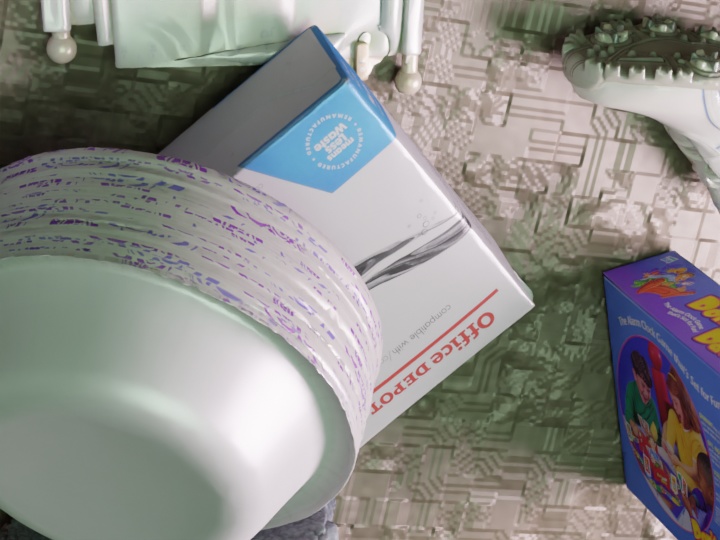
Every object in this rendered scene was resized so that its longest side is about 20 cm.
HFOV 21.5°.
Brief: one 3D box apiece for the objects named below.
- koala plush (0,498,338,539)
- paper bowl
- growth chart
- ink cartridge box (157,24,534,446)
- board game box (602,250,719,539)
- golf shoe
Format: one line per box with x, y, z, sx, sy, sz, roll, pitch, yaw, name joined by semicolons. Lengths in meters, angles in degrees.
-0.063;0.213;0.928;0.176;0.184;0.201;-22;129;-10;koala plush
-0.096;0.050;0.814;0.199;0.105;0.201;10;141;8;paper bowl
-0.054;-0.153;0.854;0.198;0.018;0.146;1;111;-21;growth chart
0.000;0.000;0.899;0.116;0.068;0.200;-39;122;6;ink cartridge box
0.189;0.091;0.941;0.044;0.200;0.135;-17;117;-13;board game box
0.185;-0.069;0.948;0.198;0.078;0.098;6;115;-21;golf shoe
